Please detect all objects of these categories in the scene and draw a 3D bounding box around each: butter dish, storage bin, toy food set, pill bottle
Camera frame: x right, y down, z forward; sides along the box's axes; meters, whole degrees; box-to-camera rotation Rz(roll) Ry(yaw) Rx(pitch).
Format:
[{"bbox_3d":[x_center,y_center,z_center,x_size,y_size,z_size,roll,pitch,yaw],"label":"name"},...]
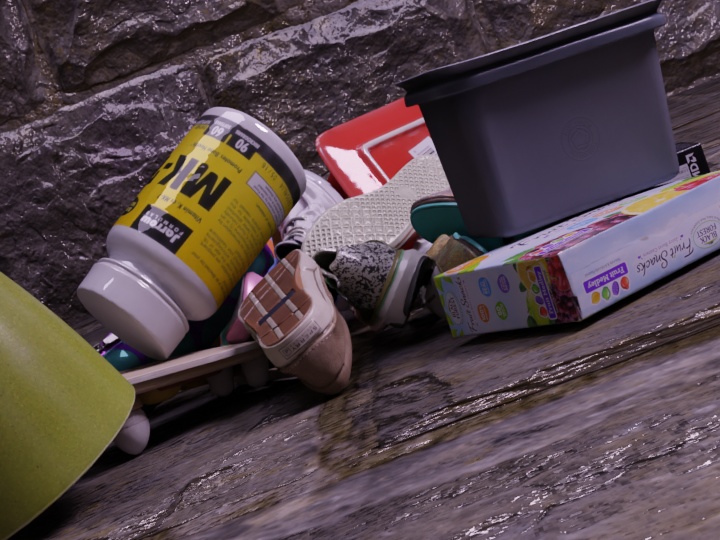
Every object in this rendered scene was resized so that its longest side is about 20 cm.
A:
[{"bbox_3d":[0.041,-0.059,1.475,0.199,0.201,0.148,-29,-15,-44],"label":"butter dish"},{"bbox_3d":[0.141,-0.111,1.058,0.198,0.136,0.145,-18,6,-16],"label":"storage bin"},{"bbox_3d":[-0.154,0.105,1.118,0.198,0.061,0.143,-14,1,-32],"label":"toy food set"},{"bbox_3d":[-0.144,-0.031,1.172,0.201,0.114,0.114,-55,19,-21],"label":"pill bottle"}]

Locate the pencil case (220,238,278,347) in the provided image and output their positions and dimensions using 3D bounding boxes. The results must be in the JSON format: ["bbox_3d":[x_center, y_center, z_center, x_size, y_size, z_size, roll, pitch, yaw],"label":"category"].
[{"bbox_3d":[-0.126,-0.007,1.374,0.087,0.203,0.088,-13,11,3],"label":"pencil case"}]

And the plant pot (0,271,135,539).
[{"bbox_3d":[-0.285,0.062,0.927,0.186,0.201,0.187,-32,17,11],"label":"plant pot"}]

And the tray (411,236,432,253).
[{"bbox_3d":[0.126,-0.061,1.307,0.199,0.022,0.107,-33,6,-2],"label":"tray"}]

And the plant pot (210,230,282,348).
[{"bbox_3d":[-0.177,0.007,1.495,0.188,0.202,0.200,-38,11,-21],"label":"plant pot"}]

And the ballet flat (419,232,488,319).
[{"bbox_3d":[0.079,0.009,1.127,0.070,0.071,0.200,-21,6,-1],"label":"ballet flat"}]

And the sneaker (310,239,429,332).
[{"bbox_3d":[0.000,0.000,1.163,0.200,0.088,0.078,150,144,-80],"label":"sneaker"}]

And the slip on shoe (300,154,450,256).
[{"bbox_3d":[0.019,-0.041,1.309,0.199,0.074,0.062,-37,-24,-38],"label":"slip on shoe"}]

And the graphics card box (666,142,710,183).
[{"bbox_3d":[0.232,-0.068,1.334,0.198,0.051,0.125,-22,5,1],"label":"graphics card box"}]

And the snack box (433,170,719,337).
[{"bbox_3d":[0.171,-0.014,0.990,0.199,0.054,0.142,-23,4,-33],"label":"snack box"}]

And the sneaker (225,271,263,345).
[{"bbox_3d":[-0.062,0.052,1.251,0.094,0.080,0.200,13,-2,4],"label":"sneaker"}]

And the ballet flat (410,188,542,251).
[{"bbox_3d":[0.138,-0.048,1.212,0.198,0.069,0.067,10,43,34],"label":"ballet flat"}]

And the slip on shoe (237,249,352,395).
[{"bbox_3d":[-0.045,0.039,1.062,0.076,0.061,0.200,-43,17,0],"label":"slip on shoe"}]

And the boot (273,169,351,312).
[{"bbox_3d":[-0.051,-0.033,1.348,0.095,0.200,0.074,-4,-50,-50],"label":"boot"}]

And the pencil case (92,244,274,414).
[{"bbox_3d":[-0.170,0.037,1.268,0.085,0.093,0.201,28,73,37],"label":"pencil case"}]
